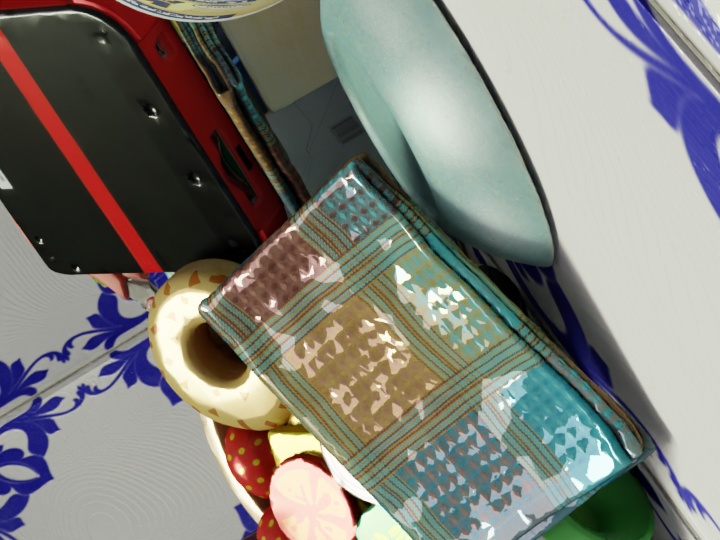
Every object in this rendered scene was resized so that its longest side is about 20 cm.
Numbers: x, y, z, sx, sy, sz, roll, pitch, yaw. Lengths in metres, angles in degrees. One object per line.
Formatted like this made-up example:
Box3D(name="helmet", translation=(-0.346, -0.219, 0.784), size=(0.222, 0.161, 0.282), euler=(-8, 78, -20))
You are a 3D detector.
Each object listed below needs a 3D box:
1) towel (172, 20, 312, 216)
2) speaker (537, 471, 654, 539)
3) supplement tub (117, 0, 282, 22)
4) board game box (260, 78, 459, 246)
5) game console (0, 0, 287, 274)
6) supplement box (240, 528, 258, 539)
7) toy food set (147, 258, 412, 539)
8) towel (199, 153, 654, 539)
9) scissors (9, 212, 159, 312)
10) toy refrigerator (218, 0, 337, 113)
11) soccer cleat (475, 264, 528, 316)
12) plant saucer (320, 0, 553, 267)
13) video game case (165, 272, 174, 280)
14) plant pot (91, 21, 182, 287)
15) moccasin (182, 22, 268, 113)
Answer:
Box3D(name="towel", translation=(-0.081, -0.123, 1.353), size=(0.201, 0.022, 0.147), euler=(59, -179, 36))
Box3D(name="speaker", translation=(0.074, 0.182, 1.374), size=(0.089, 0.088, 0.200), euler=(56, 129, 27))
Box3D(name="supplement tub", translation=(-0.060, -0.172, 0.995), size=(0.145, 0.144, 0.200), euler=(60, 174, -6))
Box3D(name="board game box", translation=(0.000, 0.000, 1.509), size=(0.105, 0.103, 0.201), euler=(52, 171, 45))
Box3D(name="game console", translation=(-0.145, -0.074, 1.372), size=(0.176, 0.031, 0.201), euler=(0, 135, 37))
Box3D(name="supplement box", translation=(0.040, 0.185, 1.617), size=(0.103, 0.199, 0.131), euler=(55, 174, 32))
Box3D(name="toy food set", translation=(-0.021, 0.082, 1.364), size=(0.197, 0.049, 0.201), euler=(-3, 108, 43))
Box3D(name="towel", translation=(0.027, 0.054, 1.245), size=(0.200, 0.147, 0.022), euler=(45, -142, -4))
Box3D(name="scissors", translation=(-0.136, 0.014, 1.554), size=(0.200, 0.073, 0.014), euler=(52, -150, -10))
Box3D(name="toy refrigerator", translation=(-0.068, -0.189, 1.344), size=(0.201, 0.070, 0.076), euler=(61, -179, -10))
Box3D(name="soccer cleat", translation=(0.088, 0.069, 1.379), size=(0.081, 0.068, 0.200), euler=(31, 158, 32))
Box3D(name="plant saucer", translation=(0.025, -0.080, 1.237), size=(0.202, 0.039, 0.201), euler=(59, 174, 10))
Box3D(name="video game case", translation=(-0.052, 0.054, 1.528), size=(0.200, 0.018, 0.144), euler=(38, 160, 43))
Box3D(name="plant pot", translation=(-0.114, -0.087, 1.622), size=(0.201, 0.189, 0.200), euler=(57, 174, 10))
Box3D(name="moccasin", translation=(-0.108, -0.087, 1.508), size=(0.068, 0.200, 0.081), euler=(39, 165, 46))
